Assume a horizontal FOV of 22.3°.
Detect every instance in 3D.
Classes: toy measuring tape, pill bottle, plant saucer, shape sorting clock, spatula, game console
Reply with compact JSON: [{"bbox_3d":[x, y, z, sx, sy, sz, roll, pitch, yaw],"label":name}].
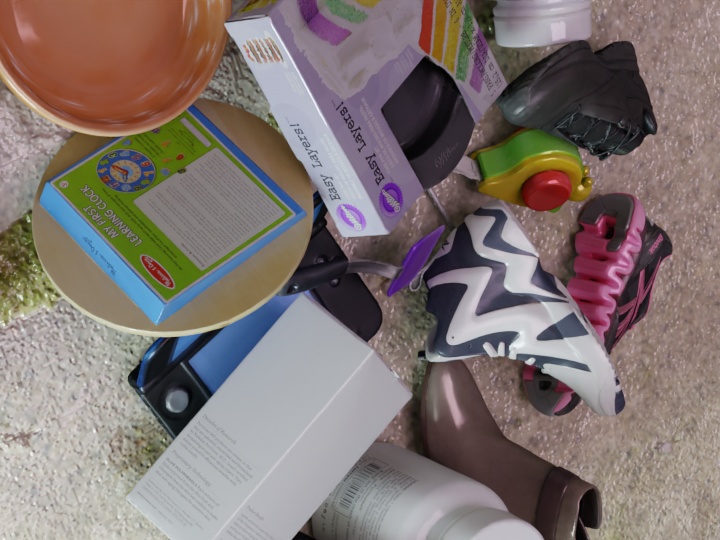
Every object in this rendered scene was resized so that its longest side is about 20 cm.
[{"bbox_3d":[0.118,-0.095,1.476,0.199,0.073,0.074,16,90,-35],"label":"toy measuring tape"},{"bbox_3d":[0.137,-0.281,1.435,0.109,0.109,0.201,-13,105,-28],"label":"pill bottle"},{"bbox_3d":[-0.185,-0.194,1.286,0.199,0.037,0.202,0,89,-33],"label":"plant saucer"},{"bbox_3d":[-0.132,-0.040,1.289,0.199,0.200,0.039,-31,153,-22],"label":"shape sorting clock"},{"bbox_3d":[0.000,0.000,1.372,0.199,0.021,0.057,-9,135,-50],"label":"spatula"},{"bbox_3d":[0.055,0.211,1.421,0.114,0.200,0.115,-6,102,-30],"label":"pill bottle"},{"bbox_3d":[-0.066,0.048,1.367,0.200,0.118,0.171,-43,117,-17],"label":"game console"}]

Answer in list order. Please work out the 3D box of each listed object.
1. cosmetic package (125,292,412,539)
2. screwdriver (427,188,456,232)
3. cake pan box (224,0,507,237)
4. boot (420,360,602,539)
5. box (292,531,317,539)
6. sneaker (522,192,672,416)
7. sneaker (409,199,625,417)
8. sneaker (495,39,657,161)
[{"bbox_3d":[-0.064,0.130,1.352,0.200,0.085,0.108,-50,151,-9],"label":"cosmetic package"},{"bbox_3d":[0.082,-0.027,1.495,0.028,0.029,0.201,-39,117,-19],"label":"screwdriver"},{"bbox_3d":[0.010,-0.151,1.306,0.184,0.052,0.201,-49,124,-33],"label":"cake pan box"},{"bbox_3d":[0.128,0.168,1.484,0.070,0.146,0.201,-30,118,-38],"label":"boot"},{"bbox_3d":[-0.011,0.283,1.396,0.036,0.200,0.144,-24,111,-29],"label":"box"},{"bbox_3d":[0.211,0.039,1.566,0.095,0.079,0.201,29,85,-43],"label":"sneaker"},{"bbox_3d":[0.116,0.057,1.471,0.129,0.080,0.200,-34,101,8],"label":"sneaker"},{"bbox_3d":[0.184,-0.132,1.461,0.200,0.076,0.091,-15,75,-51],"label":"sneaker"}]
